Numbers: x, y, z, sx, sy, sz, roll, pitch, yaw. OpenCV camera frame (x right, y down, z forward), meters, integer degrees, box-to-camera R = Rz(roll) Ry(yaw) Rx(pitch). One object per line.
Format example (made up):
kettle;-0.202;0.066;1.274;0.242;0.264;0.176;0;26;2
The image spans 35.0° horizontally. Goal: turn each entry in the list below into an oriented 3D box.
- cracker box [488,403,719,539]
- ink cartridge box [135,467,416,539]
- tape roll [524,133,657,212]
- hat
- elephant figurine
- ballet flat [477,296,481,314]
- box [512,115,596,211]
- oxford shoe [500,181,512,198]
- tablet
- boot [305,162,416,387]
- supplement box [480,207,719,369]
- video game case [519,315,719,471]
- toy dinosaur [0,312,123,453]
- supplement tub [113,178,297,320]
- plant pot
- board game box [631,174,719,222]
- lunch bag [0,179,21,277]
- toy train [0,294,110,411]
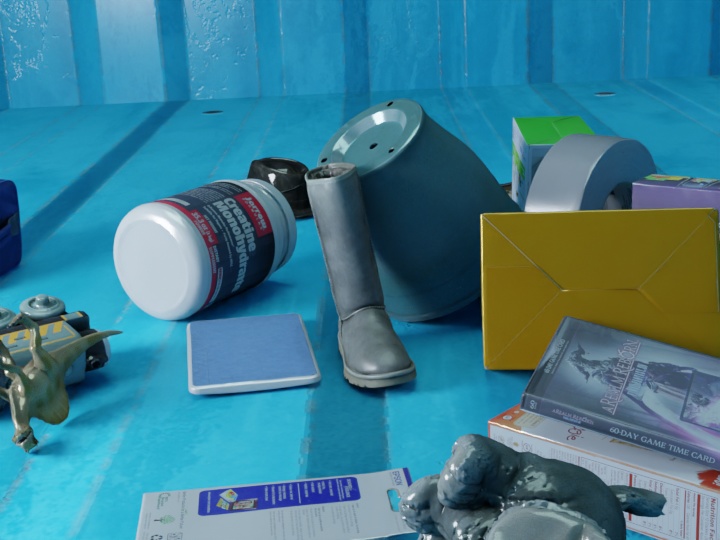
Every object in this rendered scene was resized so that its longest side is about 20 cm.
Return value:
cracker box;0.216;0.141;0.876;0.200;0.058;0.134;13;22;40
ink cartridge box;-0.056;0.185;0.807;0.200;0.039;0.099;-5;16;-4
tape roll;0.257;-0.049;1.257;0.066;0.200;0.200;10;21;39
hat;-0.138;-0.139;1.836;0.200;0.081;0.201;-4;17;1
elephant figurine;0.092;0.197;0.637;0.141;0.155;0.200;37;20;-18
ballet flat;0.166;0.012;1.325;0.071;0.069;0.200;14;19;-7
box;0.243;-0.094;1.451;0.097;0.177;0.200;-1;16;3
oxford shoe;0.215;-0.088;1.654;0.200;0.073;0.084;0;32;20
tablet;-0.116;0.085;1.197;0.130;0.014;0.200;-5;17;-8
boot;-0.002;0.001;1.132;0.073;0.200;0.182;-9;17;-17
supplement box;0.209;0.023;1.037;0.197;0.133;0.200;-1;-4;6
video game case;0.232;0.094;0.846;0.200;0.019;0.143;17;27;16
toy dinosaur;-0.301;0.094;1.061;0.058;0.101;0.200;-31;19;26
supplement tub;-0.183;-0.031;1.377;0.140;0.140;0.200;8;20;32
plant pot;0.053;-0.078;1.270;0.200;0.188;0.200;-25;34;19
board game box;0.374;-0.005;1.151;0.200;0.165;0.057;9;20;36
lunch bag;-0.531;-0.049;1.501;0.132;0.136;0.200;0;17;10
toy train;-0.347;0.087;1.128;0.200;0.085;0.114;-13;32;-39
